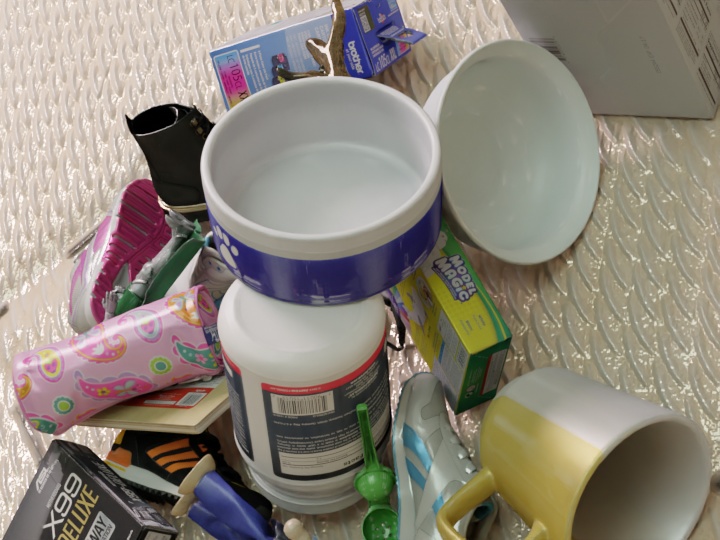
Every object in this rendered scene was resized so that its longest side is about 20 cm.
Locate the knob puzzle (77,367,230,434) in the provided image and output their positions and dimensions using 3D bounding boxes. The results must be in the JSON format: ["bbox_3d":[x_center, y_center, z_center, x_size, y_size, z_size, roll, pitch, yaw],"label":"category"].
[{"bbox_3d":[-0.148,0.097,1.542,0.218,0.031,0.220,-20,22,8],"label":"knob puzzle"}]

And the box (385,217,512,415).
[{"bbox_3d":[0.061,0.013,1.430,0.048,0.118,0.201,-22,63,-17],"label":"box"}]

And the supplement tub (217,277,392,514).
[{"bbox_3d":[-0.044,0.097,1.388,0.139,0.201,0.141,-2,45,2],"label":"supplement tub"}]

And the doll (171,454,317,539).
[{"bbox_3d":[-0.068,0.240,1.378,0.199,0.137,0.048,37,53,10],"label":"doll"}]

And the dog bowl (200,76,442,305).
[{"bbox_3d":[-0.030,-0.068,1.353,0.198,0.079,0.201,-2,46,2],"label":"dog bowl"}]

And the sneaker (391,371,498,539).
[{"bbox_3d":[0.073,0.179,1.378,0.080,0.077,0.202,-12,62,15],"label":"sneaker"}]

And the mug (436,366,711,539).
[{"bbox_3d":[0.158,0.151,1.284,0.153,0.185,0.151,33,117,49],"label":"mug"}]

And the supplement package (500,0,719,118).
[{"bbox_3d":[0.233,-0.240,1.470,0.154,0.200,0.112,7,63,33],"label":"supplement package"}]

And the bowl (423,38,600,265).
[{"bbox_3d":[0.117,-0.102,1.474,0.090,0.201,0.203,-7,54,52],"label":"bowl"}]

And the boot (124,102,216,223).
[{"bbox_3d":[-0.126,-0.125,1.636,0.198,0.139,0.078,-18,48,5],"label":"boot"}]

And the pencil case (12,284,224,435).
[{"bbox_3d":[-0.215,0.083,1.490,0.198,0.088,0.088,-20,51,5],"label":"pencil case"}]

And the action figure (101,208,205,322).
[{"bbox_3d":[-0.220,0.037,1.566,0.201,0.054,0.118,-58,4,6],"label":"action figure"}]

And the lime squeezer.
[{"bbox_3d":[0.012,0.201,1.369,0.037,0.071,0.202,-4,102,17],"label":"lime squeezer"}]

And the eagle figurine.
[{"bbox_3d":[0.000,-0.125,1.525,0.150,0.201,0.152,25,68,28],"label":"eagle figurine"}]

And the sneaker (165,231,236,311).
[{"bbox_3d":[-0.135,-0.010,1.595,0.199,0.086,0.076,-12,55,40],"label":"sneaker"}]

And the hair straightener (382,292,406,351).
[{"bbox_3d":[0.000,0.000,1.563,0.076,0.041,0.201,-27,54,12],"label":"hair straightener"}]

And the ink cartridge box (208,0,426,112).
[{"bbox_3d":[-0.035,-0.227,1.661,0.198,0.077,0.136,-15,13,23],"label":"ink cartridge box"}]

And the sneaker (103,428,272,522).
[{"bbox_3d":[-0.154,0.176,1.508,0.199,0.070,0.091,11,69,37],"label":"sneaker"}]

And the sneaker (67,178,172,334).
[{"bbox_3d":[-0.254,-0.011,1.683,0.088,0.081,0.201,-24,34,41],"label":"sneaker"}]

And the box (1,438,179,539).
[{"bbox_3d":[-0.266,0.279,1.482,0.157,0.050,0.201,34,99,40],"label":"box"}]
